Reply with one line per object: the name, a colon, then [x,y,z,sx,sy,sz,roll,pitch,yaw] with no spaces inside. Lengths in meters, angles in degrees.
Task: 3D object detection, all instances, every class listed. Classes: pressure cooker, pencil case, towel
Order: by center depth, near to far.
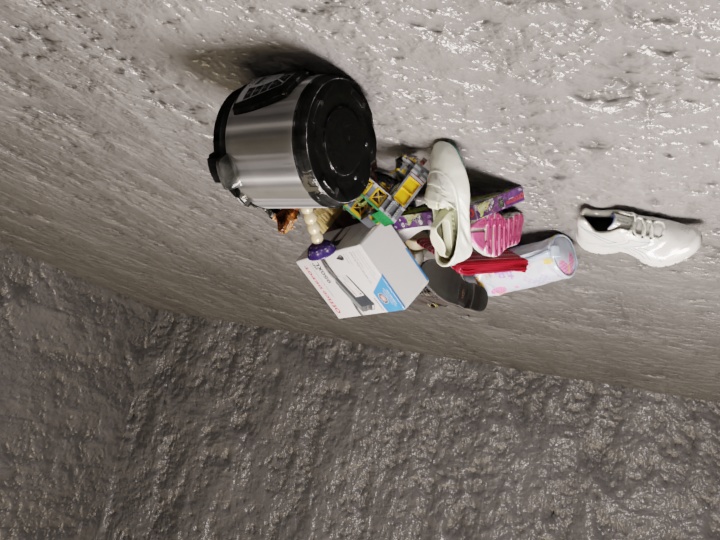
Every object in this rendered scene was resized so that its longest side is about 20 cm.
pressure cooker: [-0.101,-0.167,1.103,0.199,0.180,0.175,3,167,35]
towel: [0.202,-0.030,1.516,0.143,0.023,0.200,-2,-163,-18]
pencil case: [0.307,-0.010,1.554,0.090,0.084,0.199,32,149,-35]

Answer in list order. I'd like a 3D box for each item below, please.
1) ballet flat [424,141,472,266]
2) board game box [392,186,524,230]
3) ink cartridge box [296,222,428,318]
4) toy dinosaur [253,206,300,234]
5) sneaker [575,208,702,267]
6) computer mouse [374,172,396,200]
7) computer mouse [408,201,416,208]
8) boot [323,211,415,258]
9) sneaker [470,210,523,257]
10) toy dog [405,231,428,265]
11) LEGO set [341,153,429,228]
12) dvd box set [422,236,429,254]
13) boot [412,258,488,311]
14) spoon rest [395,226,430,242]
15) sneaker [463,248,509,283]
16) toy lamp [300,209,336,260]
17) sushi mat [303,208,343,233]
ballet flat: [0.128,-0.090,1.231,0.069,0.070,0.201,6,127,26]
board game box: [0.156,-0.101,1.354,0.120,0.033,0.199,-28,-166,-35]
ink cartridge box: [0.000,0.000,1.460,0.199,0.084,0.145,-12,119,53]
toy dinosaur: [-0.141,-0.130,1.412,0.136,0.102,0.200,46,175,-34]
sneaker: [0.438,-0.057,1.313,0.198,0.075,0.087,6,161,26]
computer mouse: [-0.025,-0.143,1.431,0.198,0.053,0.139,13,167,-2]
computer mouse: [0.053,-0.105,1.585,0.058,0.034,0.200,2,166,-26]
boot: [-0.004,-0.022,1.589,0.166,0.072,0.200,38,127,-3]
sneaker: [0.205,-0.068,1.392,0.087,0.075,0.199,7,-168,30]
toy dog: [0.047,-0.018,1.667,0.198,0.097,0.133,-18,115,14]
LEGO set: [0.025,-0.150,1.295,0.153,0.116,0.200,38,170,0]
dvd box set: [0.042,-0.064,1.769,0.198,0.030,0.146,14,167,-3]
boot: [0.132,0.037,1.599,0.199,0.070,0.173,31,160,-38]
spoon rest: [0.091,-0.067,1.454,0.199,0.061,0.099,19,-150,30]
sneaker: [0.282,-0.018,1.692,0.199,0.075,0.088,-7,138,44]
toy lamp: [-0.091,-0.117,1.356,0.058,0.058,0.201,2,122,39]
sushi mat: [-0.014,-0.062,1.597,0.095,0.012,0.200,-30,116,28]
